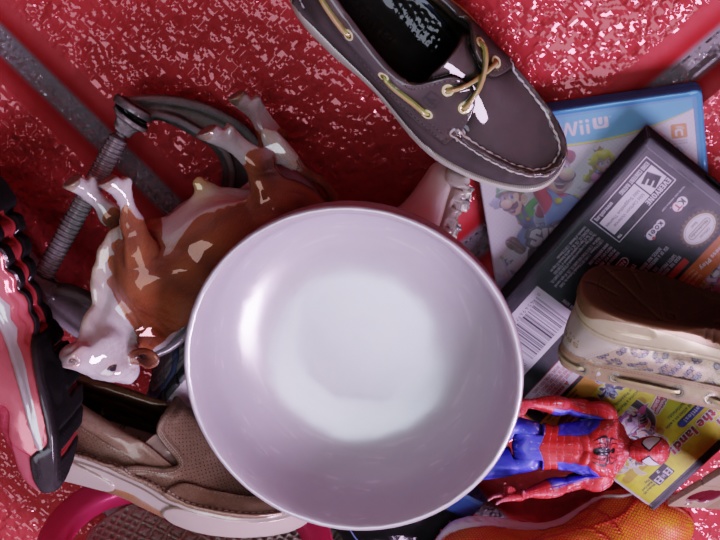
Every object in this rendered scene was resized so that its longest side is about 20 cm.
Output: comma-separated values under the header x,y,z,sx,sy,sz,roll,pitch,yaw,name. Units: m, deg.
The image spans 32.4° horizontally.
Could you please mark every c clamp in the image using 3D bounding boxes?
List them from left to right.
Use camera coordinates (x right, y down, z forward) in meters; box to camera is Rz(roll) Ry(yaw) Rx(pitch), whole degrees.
x,y,z,sx,sy,sz,roll,pitch,yaw,name
-0.156,-0.029,0.786,0.170,0.027,0.201,35,91,-23,c clamp

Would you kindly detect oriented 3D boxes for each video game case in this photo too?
x,y,z,sx,sy,sz,roll,pitch,yaw,name
0.155,-0.013,0.799,0.141,0.018,0.203,-6,115,13,video game case
0.186,0.038,0.797,0.180,0.026,0.201,35,116,-9,video game case

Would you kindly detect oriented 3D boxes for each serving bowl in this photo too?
x,y,z,sx,sy,sz,roll,pitch,yaw,name
-0.002,0.050,0.738,0.196,0.066,0.204,2,109,6,serving bowl

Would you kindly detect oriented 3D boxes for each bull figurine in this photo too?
x,y,z,sx,sy,sz,roll,pitch,yaw,name
-0.109,-0.018,0.761,0.198,0.065,0.123,-30,115,-12,bull figurine

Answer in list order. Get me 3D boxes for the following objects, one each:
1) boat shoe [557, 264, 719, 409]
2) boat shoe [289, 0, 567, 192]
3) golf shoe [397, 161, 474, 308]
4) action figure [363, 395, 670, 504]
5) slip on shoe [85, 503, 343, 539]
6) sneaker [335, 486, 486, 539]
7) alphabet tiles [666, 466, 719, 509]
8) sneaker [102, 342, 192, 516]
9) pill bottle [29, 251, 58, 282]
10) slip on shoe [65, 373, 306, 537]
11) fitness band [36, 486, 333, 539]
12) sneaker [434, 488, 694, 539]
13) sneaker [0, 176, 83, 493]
x,y,z,sx,sy,sz,roll,pitch,yaw,name
0.219,0.054,0.749,0.197,0.074,0.063,18,126,3,boat shoe
0.043,-0.118,0.720,0.200,0.061,0.072,37,81,-5,boat shoe
0.000,0.000,0.802,0.096,0.078,0.201,30,116,0,golf shoe
0.100,0.113,0.795,0.196,0.052,0.067,1,88,-1,action figure
-0.099,0.199,0.885,0.197,0.075,0.062,-3,142,-26,slip on shoe
-0.008,0.147,0.861,0.198,0.070,0.079,30,100,-16,sneaker
0.318,0.118,0.775,0.197,0.008,0.167,9,144,-30,alphabet tiles
-0.118,0.107,0.885,0.086,0.075,0.201,21,125,-16,sneaker
-0.292,-0.017,0.818,0.108,0.109,0.201,-30,108,22,pill bottle
-0.121,0.115,0.802,0.197,0.076,0.061,17,112,7,slip on shoe
-0.114,0.192,0.812,0.196,0.145,0.038,8,136,0,fitness band
0.146,0.206,0.858,0.197,0.077,0.074,-10,124,-14,sneaker
-0.229,0.040,0.744,0.085,0.074,0.203,-17,95,5,sneaker
